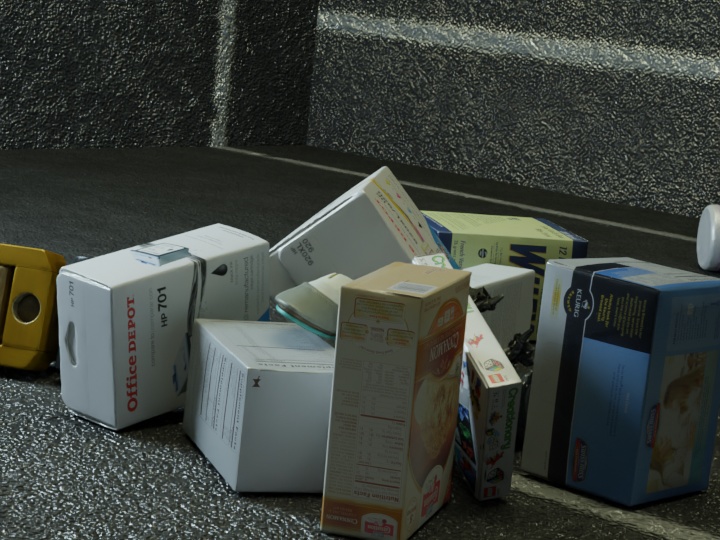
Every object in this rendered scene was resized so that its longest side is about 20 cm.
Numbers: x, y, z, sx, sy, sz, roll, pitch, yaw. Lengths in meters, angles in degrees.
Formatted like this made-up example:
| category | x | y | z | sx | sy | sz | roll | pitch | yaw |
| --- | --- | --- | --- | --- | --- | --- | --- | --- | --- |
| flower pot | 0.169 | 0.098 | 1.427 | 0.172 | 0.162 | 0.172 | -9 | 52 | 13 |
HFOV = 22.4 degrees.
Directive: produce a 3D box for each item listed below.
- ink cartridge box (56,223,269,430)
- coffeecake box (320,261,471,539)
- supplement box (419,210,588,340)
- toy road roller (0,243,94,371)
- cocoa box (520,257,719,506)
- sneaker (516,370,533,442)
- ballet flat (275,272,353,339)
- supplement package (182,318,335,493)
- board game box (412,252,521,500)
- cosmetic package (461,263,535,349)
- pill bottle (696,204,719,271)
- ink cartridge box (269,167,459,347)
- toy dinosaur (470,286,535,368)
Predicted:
| category | x | y | z | sx | sy | sz | roll | pitch | yaw |
| --- | --- | --- | --- | --- | --- | --- | --- | --- | --- |
| ink cartridge box | -0.186 | 0.052 | 1.756 | 0.086 | 0.147 | 0.199 | 17 | 25 | 40 |
| coffeecake box | 0.031 | 0.105 | 1.496 | 0.073 | 0.201 | 0.153 | 8 | 10 | 17 |
| supplement box | 0.168 | 0.005 | 2.374 | 0.198 | 0.135 | 0.200 | 3 | 10 | -12 |
| toy road roller | -0.319 | 0.047 | 1.914 | 0.199 | 0.124 | 0.146 | 8 | -5 | 13 |
| cocoa box | 0.245 | 0.097 | 1.665 | 0.131 | 0.201 | 0.133 | 15 | 12 | 42 |
| sneaker | 0.117 | 0.136 | 1.762 | 0.090 | 0.076 | 0.200 | 5 | 7 | 23 |
| ballet flat | -0.022 | 0.033 | 1.693 | 0.067 | 0.064 | 0.200 | 33 | 0 | 23 |
| supplement package | -0.080 | 0.118 | 1.624 | 0.113 | 0.110 | 0.200 | 4 | 9 | -18 |
| board game box | 0.089 | 0.092 | 1.625 | 0.034 | 0.127 | 0.200 | -8 | 37 | -15 |
| cosmetic package | 0.138 | 0.054 | 2.171 | 0.071 | 0.102 | 0.200 | 9 | 9 | 26 |
| pill bottle | 0.675 | -0.048 | 3.065 | 0.199 | 0.113 | 0.112 | 6 | 9 | -2 |
| ink cartridge box | 0.000 | 0.000 | 1.899 | 0.144 | 0.148 | 0.200 | -35 | 4 | 13 |
| toy dinosaur | 0.102 | 0.095 | 1.824 | 0.136 | 0.102 | 0.200 | -38 | 18 | -17 |
